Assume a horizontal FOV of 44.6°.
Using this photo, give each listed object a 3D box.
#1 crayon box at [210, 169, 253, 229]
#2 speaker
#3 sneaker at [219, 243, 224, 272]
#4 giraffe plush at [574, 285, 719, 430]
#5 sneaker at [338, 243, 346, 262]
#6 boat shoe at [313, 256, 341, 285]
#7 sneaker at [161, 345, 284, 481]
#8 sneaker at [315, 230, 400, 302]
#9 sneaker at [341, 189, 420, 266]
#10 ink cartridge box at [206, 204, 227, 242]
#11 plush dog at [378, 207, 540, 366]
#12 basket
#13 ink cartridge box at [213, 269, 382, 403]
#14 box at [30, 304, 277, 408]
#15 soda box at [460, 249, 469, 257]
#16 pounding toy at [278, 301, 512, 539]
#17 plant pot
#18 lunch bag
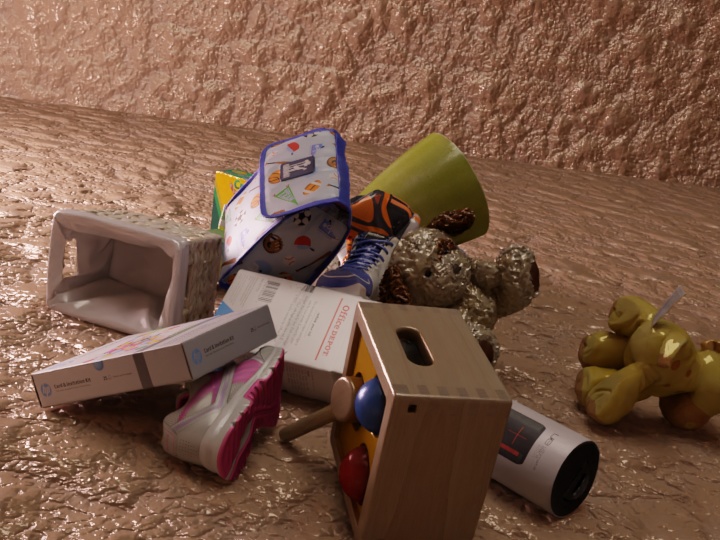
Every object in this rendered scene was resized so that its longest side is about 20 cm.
[{"bbox_3d":[-0.182,-0.104,1.594,0.199,0.120,0.058,20,19,35],"label":"crayon box"},{"bbox_3d":[0.139,0.168,0.889,0.081,0.082,0.199,-6,22,-42],"label":"speaker"},{"bbox_3d":[-0.202,-0.008,1.322,0.199,0.080,0.130,-5,19,-37],"label":"sneaker"},{"bbox_3d":[0.381,0.123,1.062,0.162,0.200,0.173,29,45,-13],"label":"giraffe plush"},{"bbox_3d":[0.055,-0.029,1.507,0.199,0.075,0.116,-25,37,-14],"label":"sneaker"},{"bbox_3d":[-0.063,0.013,1.362,0.069,0.071,0.200,36,16,9],"label":"boat shoe"},{"bbox_3d":[-0.133,0.126,0.874,0.088,0.082,0.200,11,19,12],"label":"sneaker"},{"bbox_3d":[0.000,0.000,1.137,0.080,0.116,0.199,5,-8,19],"label":"sneaker"},{"bbox_3d":[-0.014,-0.029,1.248,0.112,0.200,0.078,36,4,-11],"label":"sneaker"},{"bbox_3d":[-0.150,-0.060,1.337,0.145,0.048,0.200,17,5,12],"label":"ink cartridge box"},{"bbox_3d":[0.107,0.020,1.115,0.200,0.172,0.160,-51,22,-27],"label":"plush dog"},{"bbox_3d":[-0.292,-0.001,1.153,0.199,0.136,0.123,14,13,20],"label":"basket"},{"bbox_3d":[-0.067,0.080,1.020,0.199,0.068,0.116,13,50,14],"label":"ink cartridge box"},{"bbox_3d":[-0.210,0.088,0.907,0.199,0.041,0.156,-14,5,28],"label":"box"},{"bbox_3d":[0.154,-0.004,1.489,0.068,0.064,0.200,30,10,-19],"label":"soda box"},{"bbox_3d":[0.019,0.136,0.793,0.141,0.185,0.200,5,24,-15],"label":"pounding toy"},{"bbox_3d":[0.075,-0.094,1.424,0.199,0.188,0.187,-29,27,-13],"label":"plant pot"},{"bbox_3d":[-0.089,-0.072,1.122,0.124,0.200,0.171,31,32,-29],"label":"lunch bag"}]
